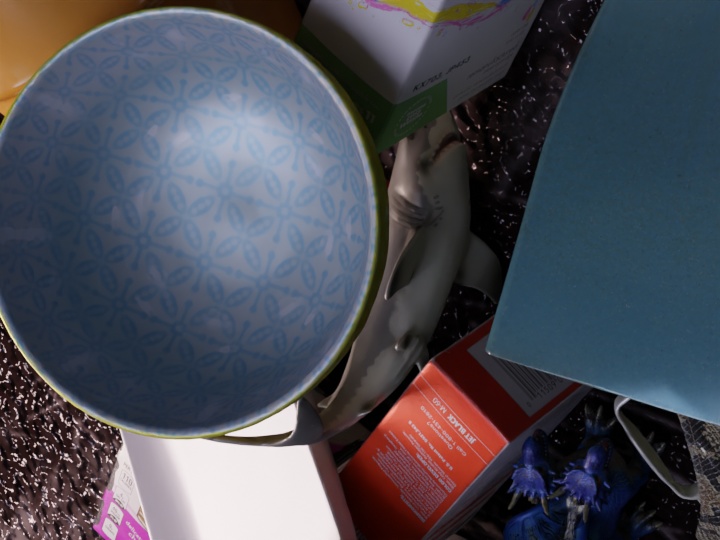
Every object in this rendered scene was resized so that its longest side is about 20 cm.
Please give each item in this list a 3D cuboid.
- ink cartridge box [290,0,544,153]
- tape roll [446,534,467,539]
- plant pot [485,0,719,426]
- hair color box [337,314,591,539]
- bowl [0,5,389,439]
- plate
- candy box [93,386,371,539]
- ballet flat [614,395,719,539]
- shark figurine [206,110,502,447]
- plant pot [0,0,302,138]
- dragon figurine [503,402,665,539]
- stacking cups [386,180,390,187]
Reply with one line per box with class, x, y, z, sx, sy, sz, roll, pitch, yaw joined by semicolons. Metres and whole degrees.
ink cartridge box;0.049;-0.159;1.032;0.067;0.117;0.201;43;138;16
tape roll;0.030;0.275;1.318;0.202;0.139;0.204;22;130;29
plant pot;0.163;-0.048;0.959;0.141;0.141;0.202;17;101;27
hair color box;0.048;0.097;1.208;0.064;0.111;0.200;46;137;11
bowl;-0.070;-0.023;1.063;0.198;0.108;0.202;0;91;18
plate;-0.067;0.116;1.250;0.200;0.032;0.201;-47;54;47
candy box;-0.085;0.134;1.392;0.136;0.061;0.201;40;136;17
ballet flat;0.158;0.053;1.104;0.075;0.068;0.201;-14;110;22
shark figurine;-0.003;0.022;1.160;0.089;0.215;0.128;15;157;34
plant pot;-0.112;-0.121;1.167;0.199;0.201;0.184;-13;122;46
dragon figurine;0.114;0.141;1.182;0.059;0.099;0.201;29;139;24
stacking cups;-0.058;-0.012;1.272;0.199;0.060;0.061;-10;109;45
